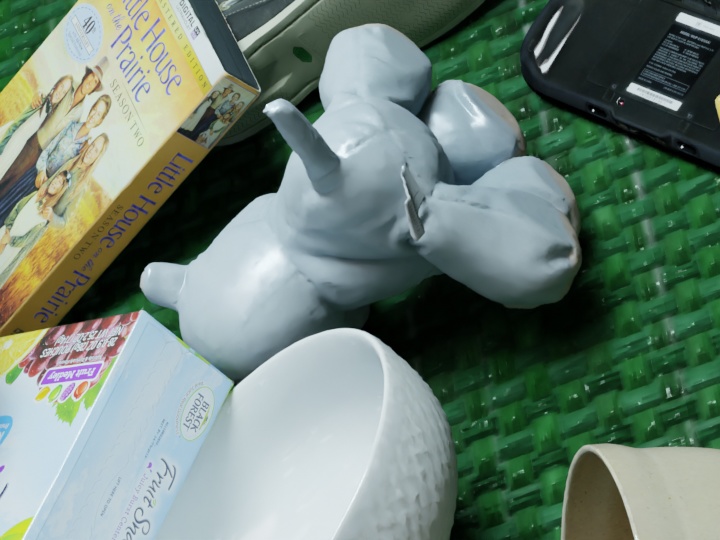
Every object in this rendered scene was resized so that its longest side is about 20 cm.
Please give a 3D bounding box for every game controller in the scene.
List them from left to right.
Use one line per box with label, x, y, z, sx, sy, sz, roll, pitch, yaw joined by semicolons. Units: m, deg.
game controller;0.165;-0.106;1.432;0.200;0.042;0.104;27;85;43

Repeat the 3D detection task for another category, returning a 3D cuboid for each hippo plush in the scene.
hippo plush;0.000;0.000;1.381;0.161;0.159;0.200;-51;2;23

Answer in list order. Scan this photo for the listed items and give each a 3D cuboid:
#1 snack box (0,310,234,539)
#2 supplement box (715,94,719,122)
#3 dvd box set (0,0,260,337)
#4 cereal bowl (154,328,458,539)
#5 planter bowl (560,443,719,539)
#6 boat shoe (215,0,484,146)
snack box;-0.169;0.112;1.386;0.200;0.068;0.169;-11;46;53
supplement box;0.232;0.013;1.218;0.103;0.131;0.200;-23;46;13
dvd box set;-0.143;-0.068;1.541;0.200;0.029;0.146;-47;41;19
cereal bowl;-0.027;0.129;1.293;0.200;0.083;0.200;-41;26;24
planter bowl;0.160;0.160;1.118;0.135;0.200;0.200;-4;47;-7
boat shoe;-0.017;-0.140;1.541;0.200;0.072;0.068;-27;45;14
